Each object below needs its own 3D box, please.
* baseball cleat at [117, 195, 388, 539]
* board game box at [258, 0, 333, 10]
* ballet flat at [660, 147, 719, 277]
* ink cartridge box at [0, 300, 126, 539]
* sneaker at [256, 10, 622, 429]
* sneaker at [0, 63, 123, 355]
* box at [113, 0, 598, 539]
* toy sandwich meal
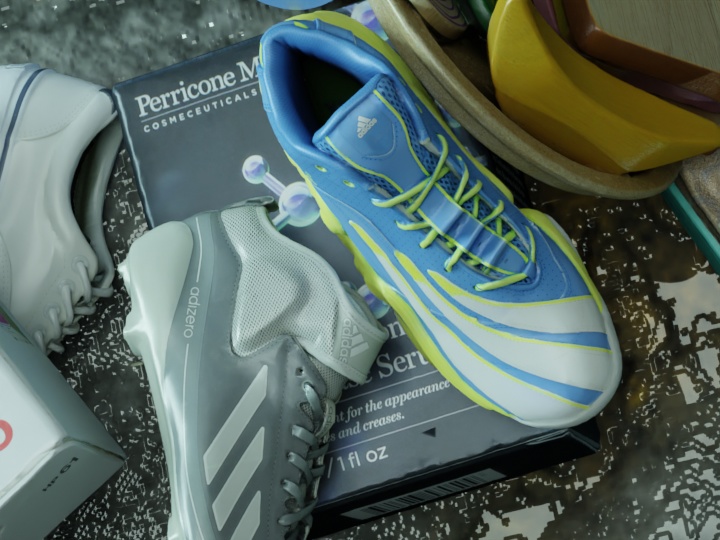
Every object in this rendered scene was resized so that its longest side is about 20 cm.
[{"bbox_3d":[-0.032,0.069,1.183,0.106,0.070,0.201,-18,81,10],"label":"baseball cleat"},{"bbox_3d":[-0.037,-0.216,1.326,0.039,0.158,0.201,-22,73,-32],"label":"board game box"},{"bbox_3d":[0.192,0.010,1.271,0.067,0.068,0.201,-29,80,-1],"label":"ballet flat"},{"bbox_3d":[-0.215,0.049,1.225,0.144,0.085,0.200,-42,72,3],"label":"ink cartridge box"},{"bbox_3d":[0.020,-0.020,1.163,0.076,0.105,0.200,-43,75,6],"label":"sneaker"},{"bbox_3d":[-0.149,0.007,1.336,0.070,0.073,0.201,9,85,16],"label":"sneaker"},{"bbox_3d":[0.000,0.000,1.282,0.148,0.107,0.201,-18,79,9],"label":"box"},{"bbox_3d":[0.083,-0.113,1.217,0.070,0.205,0.206,-41,76,30],"label":"toy sandwich meal"}]
